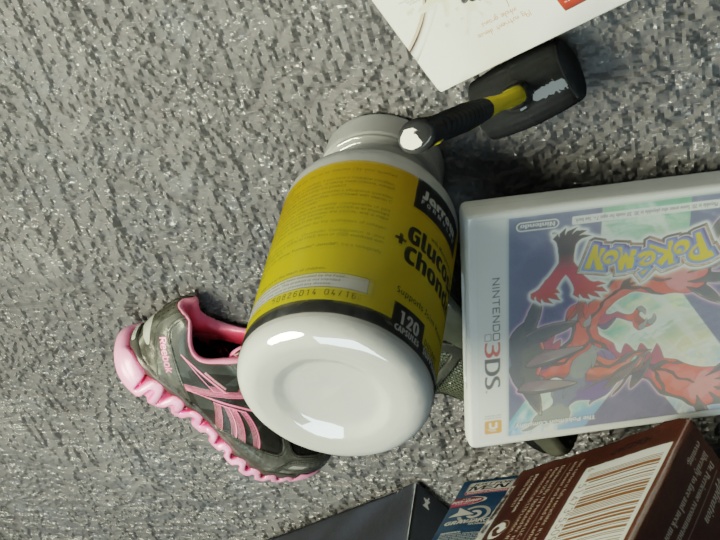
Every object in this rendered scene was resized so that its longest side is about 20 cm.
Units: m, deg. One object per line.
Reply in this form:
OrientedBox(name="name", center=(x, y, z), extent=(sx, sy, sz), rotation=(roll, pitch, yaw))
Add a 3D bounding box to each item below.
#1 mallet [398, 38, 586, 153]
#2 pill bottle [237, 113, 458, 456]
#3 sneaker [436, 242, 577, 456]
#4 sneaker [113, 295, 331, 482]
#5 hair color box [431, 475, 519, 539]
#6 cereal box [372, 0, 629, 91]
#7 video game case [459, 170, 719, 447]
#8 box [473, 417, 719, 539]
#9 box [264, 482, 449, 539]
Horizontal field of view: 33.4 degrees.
OrientedBox(name="mallet", center=(0.074, -0.089, 0.628), extent=(0.065, 0.200, 0.042), rotation=(-24, 94, 21))
OrientedBox(name="pill bottle", center=(0.000, 0.000, 0.714), extent=(0.110, 0.201, 0.113), rotation=(7, 136, 6))
OrientedBox(name="sneaker", center=(0.073, 0.067, 0.858), extent=(0.113, 0.077, 0.199), rotation=(-20, 129, 39))
OrientedBox(name="sneaker", center=(-0.089, 0.089, 0.926), extent=(0.199, 0.079, 0.095), rotation=(35, 120, -23))
OrientedBox(name="hair color box", center=(0.094, 0.248, 0.927), extent=(0.060, 0.200, 0.101), rotation=(-12, 103, 23))
OrientedBox(name="cereal box", center=(0.048, -0.200, 0.619), extent=(0.143, 0.040, 0.200), rotation=(-22, 126, 31))
OrientedBox(name="video game case", center=(0.163, 0.028, 0.769), extent=(0.197, 0.023, 0.184), rotation=(-7, 123, -4))
OrientedBox(name="box", center=(0.184, 0.241, 0.798), extent=(0.164, 0.166, 0.201), rotation=(-29, 100, 43))
OrientedBox(name="box", center=(0.030, 0.316, 1.082), extent=(0.197, 0.124, 0.200), rotation=(-29, 123, 33))
